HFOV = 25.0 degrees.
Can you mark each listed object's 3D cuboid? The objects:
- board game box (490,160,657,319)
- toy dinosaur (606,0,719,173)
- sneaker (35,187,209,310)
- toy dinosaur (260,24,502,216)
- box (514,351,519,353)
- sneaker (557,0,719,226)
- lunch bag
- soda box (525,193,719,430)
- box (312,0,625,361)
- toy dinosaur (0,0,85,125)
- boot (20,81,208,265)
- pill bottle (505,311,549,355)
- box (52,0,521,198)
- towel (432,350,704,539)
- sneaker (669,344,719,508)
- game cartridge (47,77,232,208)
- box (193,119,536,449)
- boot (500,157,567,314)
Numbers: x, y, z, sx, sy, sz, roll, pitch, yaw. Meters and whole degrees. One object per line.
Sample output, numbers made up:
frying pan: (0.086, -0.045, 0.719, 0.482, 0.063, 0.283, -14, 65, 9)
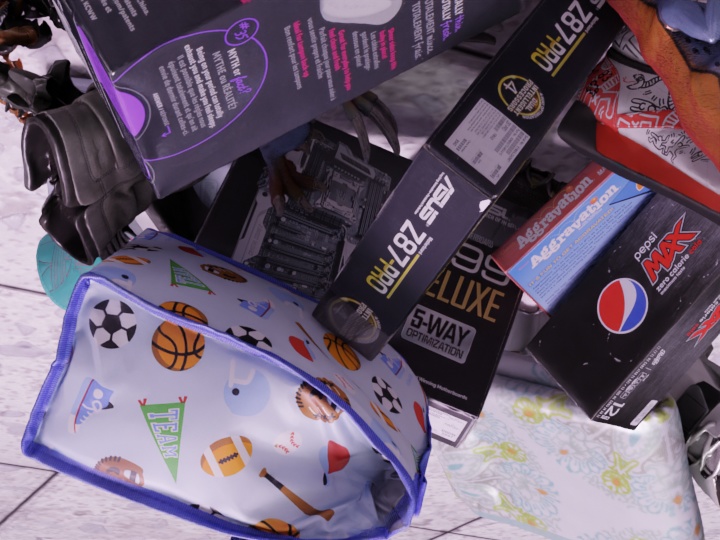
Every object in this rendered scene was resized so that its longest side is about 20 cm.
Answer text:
board game box: (0.174, -0.053, 0.983, 0.200, 0.019, 0.103, -43, 146, 5)
toy dinosaur: (0.168, -0.111, 0.793, 0.181, 0.200, 0.105, 28, 156, 18)
sneaker: (-0.161, -0.022, 1.065, 0.120, 0.084, 0.200, -13, 155, 8)
toy dinosaur: (-0.027, -0.118, 0.900, 0.199, 0.105, 0.182, 14, 136, 0)
box: (0.024, 0.058, 1.253, 0.199, 0.164, 0.021, 3, 113, -5)
sneaker: (0.203, -0.080, 0.866, 0.201, 0.108, 0.067, 34, -175, 41)
lunch bag: (-0.058, 0.072, 0.873, 0.199, 0.124, 0.170, 21, -167, -1)
soda box: (0.195, 0.000, 0.980, 0.200, 0.071, 0.063, -51, 146, 15)
box: (0.063, -0.064, 0.870, 0.049, 0.200, 0.161, 38, 140, 0)
toy dinosaur: (-0.194, -0.141, 0.891, 0.135, 0.103, 0.200, 22, 175, 16)
boot: (-0.118, -0.100, 0.837, 0.068, 0.131, 0.201, 28, 141, 29)
pill bottle: (0.050, 0.018, 1.181, 0.199, 0.112, 0.111, 4, 156, -5)
box: (-0.036, -0.141, 0.733, 0.199, 0.106, 0.122, -28, 158, -8)
towel: (0.135, 0.129, 1.124, 0.199, 0.048, 0.172, 11, 143, 32)
sneaker: (0.222, 0.104, 1.121, 0.088, 0.200, 0.074, 10, 119, -28)
game cartridge: (-0.145, -0.068, 1.096, 0.132, 0.041, 0.200, 8, 156, -5)
box: (0.000, 0.000, 1.013, 0.199, 0.158, 0.050, 23, 148, 1)
boot: (0.162, -0.035, 1.073, 0.173, 0.201, 0.069, 27, -163, 8)
